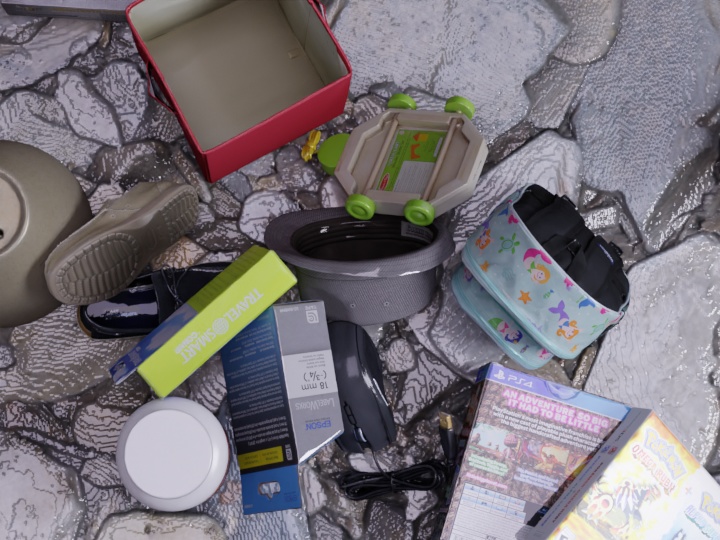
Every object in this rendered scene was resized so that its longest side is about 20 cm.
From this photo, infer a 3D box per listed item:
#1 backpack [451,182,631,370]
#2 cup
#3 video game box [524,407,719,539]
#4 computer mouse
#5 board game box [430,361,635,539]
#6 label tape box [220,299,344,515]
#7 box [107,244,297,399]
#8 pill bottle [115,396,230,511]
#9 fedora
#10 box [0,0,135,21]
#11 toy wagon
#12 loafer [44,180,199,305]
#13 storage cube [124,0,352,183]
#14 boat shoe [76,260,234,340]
[{"bbox_3d":[0.185,0.010,1.653,0.151,0.200,0.178,-44,88,13],"label":"backpack"},{"bbox_3d":[-0.381,-0.047,1.651,0.199,0.143,0.202,0,84,-3],"label":"cup"},{"bbox_3d":[0.292,0.273,1.622,0.200,0.047,0.182,47,71,-14],"label":"video game box"},{"bbox_3d":[0.023,0.148,1.649,0.139,0.046,0.201,-6,106,18],"label":"computer mouse"},{"bbox_3d":[0.177,0.216,1.677,0.158,0.097,0.201,18,82,-1],"label":"board game box"},{"bbox_3d":[-0.079,0.142,1.643,0.063,0.144,0.202,-6,83,-29],"label":"label tape box"},{"bbox_3d":[-0.160,0.056,1.611,0.200,0.122,0.048,-41,101,-7],"label":"box"},{"bbox_3d":[-0.186,0.185,1.606,0.111,0.200,0.113,0,83,-3],"label":"pill bottle"},{"bbox_3d":[0.000,0.000,1.680,0.198,0.177,0.091,-3,113,-3],"label":"fedora"},{"bbox_3d":[-0.284,-0.354,1.742,0.198,0.048,0.160,4,82,-3],"label":"box"},{"bbox_3d":[0.033,-0.120,1.711,0.199,0.040,0.156,6,55,25],"label":"toy wagon"},{"bbox_3d":[-0.255,-0.032,1.672,0.200,0.068,0.076,-35,130,-37],"label":"loafer"},{"bbox_3d":[-0.127,-0.216,1.669,0.199,0.180,0.172,-29,86,-6],"label":"storage cube"},{"bbox_3d":[-0.202,0.033,1.694,0.198,0.062,0.075,-10,82,-6],"label":"boat shoe"}]
